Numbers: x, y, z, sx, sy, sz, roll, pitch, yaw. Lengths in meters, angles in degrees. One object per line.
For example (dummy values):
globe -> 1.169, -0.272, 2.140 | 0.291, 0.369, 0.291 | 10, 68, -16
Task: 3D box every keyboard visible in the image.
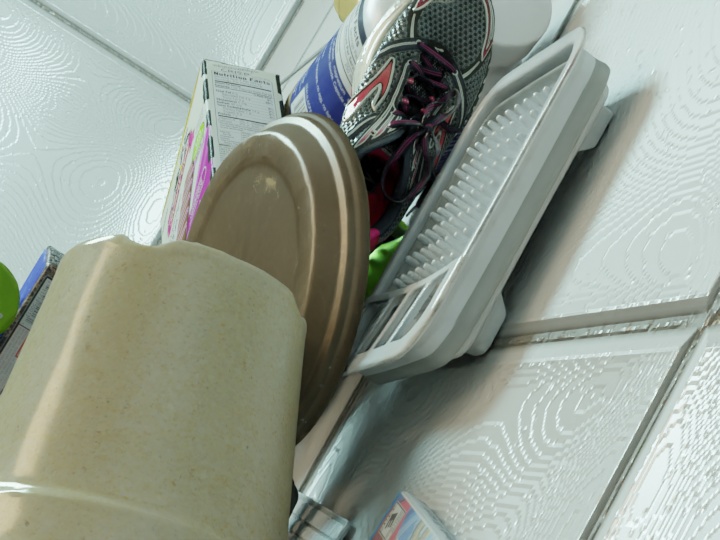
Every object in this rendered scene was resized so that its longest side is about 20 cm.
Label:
keyboard -> -0.041, 0.154, 1.124 | 0.057, 0.011, 0.200 | -60, 10, -6

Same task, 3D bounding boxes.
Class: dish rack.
dish rack -> 0.064, -0.024, 1.050 | 0.201, 0.043, 0.172 | -61, 9, -15

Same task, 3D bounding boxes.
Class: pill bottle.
pill bottle -> 0.036, -0.131, 1.308 | 0.200, 0.115, 0.116 | -46, 15, 50

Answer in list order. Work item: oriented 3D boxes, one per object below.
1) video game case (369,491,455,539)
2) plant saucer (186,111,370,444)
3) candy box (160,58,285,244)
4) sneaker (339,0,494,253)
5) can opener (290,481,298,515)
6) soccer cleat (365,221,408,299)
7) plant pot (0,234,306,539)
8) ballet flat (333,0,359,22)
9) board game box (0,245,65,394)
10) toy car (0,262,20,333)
video game case -> 0.001, 0.175, 0.823 | 0.144, 0.018, 0.200 | -58, 10, 0
plant saucer -> -0.056, 0.007, 1.122 | 0.200, 0.029, 0.202 | -27, 58, 54
candy box -> -0.091, -0.037, 1.325 | 0.200, 0.060, 0.137 | -101, 25, -60
sneaker -> 0.028, -0.084, 1.158 | 0.201, 0.080, 0.075 | -63, 15, -13
can opener -> -0.100, 0.196, 1.115 | 0.201, 0.066, 0.053 | -59, 11, 2
soccer cleat -> 0.000, 0.000, 1.265 | 0.081, 0.067, 0.200 | -49, 16, -2
plant pot -> -0.109, 0.091, 0.986 | 0.200, 0.199, 0.185 | 139, 147, -60
ballet flat -> 0.058, -0.304, 1.913 | 0.200, 0.068, 0.063 | -47, 50, 16
board game box -> -0.170, 0.106, 1.358 | 0.160, 0.199, 0.097 | -57, 11, 3
toy car -> -0.330, 0.074, 1.288 | 0.164, 0.157, 0.202 | -5, 65, 62
